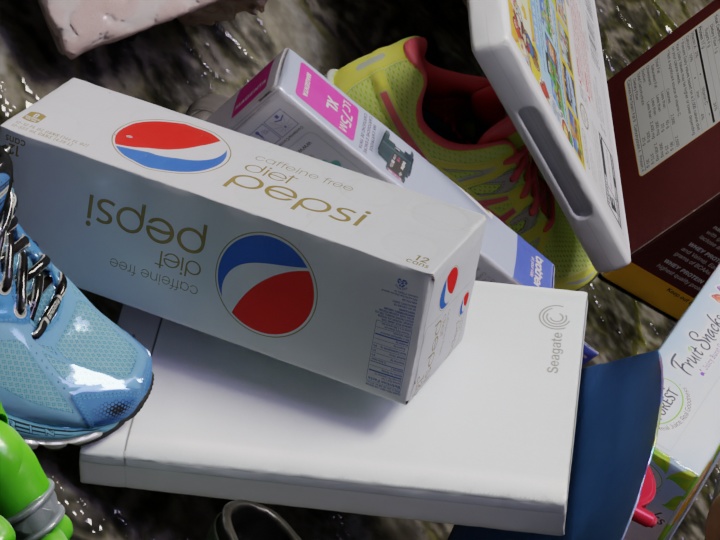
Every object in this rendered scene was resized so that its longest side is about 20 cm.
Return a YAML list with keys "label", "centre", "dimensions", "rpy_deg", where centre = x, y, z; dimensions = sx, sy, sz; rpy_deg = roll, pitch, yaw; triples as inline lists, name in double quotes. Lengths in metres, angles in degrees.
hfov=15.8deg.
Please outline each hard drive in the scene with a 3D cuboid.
- label: "hard drive"
  centre: [-0.007, 0.048, 1.096]
  dimensions: [0.199, 0.027, 0.132]
  rpy_deg: [6, 41, 5]

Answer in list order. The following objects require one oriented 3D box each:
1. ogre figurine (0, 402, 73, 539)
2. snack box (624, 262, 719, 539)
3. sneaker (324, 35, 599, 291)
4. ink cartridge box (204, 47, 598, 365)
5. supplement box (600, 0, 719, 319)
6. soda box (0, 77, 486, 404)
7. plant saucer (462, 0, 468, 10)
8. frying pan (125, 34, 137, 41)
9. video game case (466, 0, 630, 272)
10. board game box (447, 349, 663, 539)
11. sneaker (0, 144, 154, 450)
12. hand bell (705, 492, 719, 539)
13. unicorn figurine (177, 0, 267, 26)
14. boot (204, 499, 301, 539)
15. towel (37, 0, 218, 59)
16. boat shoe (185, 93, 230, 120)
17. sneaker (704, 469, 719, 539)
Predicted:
- label: "ogre figurine"
  centre: [-0.169, 0.075, 0.925]
  dimensions: [0.199, 0.098, 0.120]
  rpy_deg: [-9, 79, -42]
- label: "snack box"
  centre: [0.140, 0.092, 1.241]
  dimensions: [0.053, 0.143, 0.200]
  rpy_deg: [30, 32, 10]
- label: "sneaker"
  centre: [0.064, -0.051, 1.330]
  dimensions: [0.200, 0.090, 0.078]
  rpy_deg: [31, 38, -33]
- label: "ink cartridge box"
  centre: [0.000, 0.000, 1.177]
  dimensions: [0.200, 0.119, 0.042]
  rpy_deg: [39, 34, -20]
- label: "supplement box"
  centre: [0.267, -0.059, 1.487]
  dimensions: [0.197, 0.200, 0.133]
  rpy_deg: [28, 41, -33]
- label: "soda box"
  centre: [-0.053, -0.015, 1.084]
  dimensions: [0.199, 0.064, 0.068]
  rpy_deg: [20, 29, 16]
- label: "plant saucer"
  centre: [0.046, -0.217, 1.430]
  dimensions: [0.201, 0.035, 0.200]
  rpy_deg: [63, 8, -16]
- label: "frying pan"
  centre: [-0.179, -0.185, 1.205]
  dimensions: [0.190, 0.031, 0.115]
  rpy_deg: [30, 44, -49]
- label: "video game case"
  centre: [0.091, -0.128, 1.336]
  dimensions: [0.182, 0.023, 0.201]
  rpy_deg: [56, 23, -45]
- label: "board game box"
  centre: [0.088, 0.118, 1.099]
  dimensions: [0.039, 0.200, 0.159]
  rpy_deg: [28, 74, -14]
- label: "sneaker"
  centre: [-0.157, -0.004, 1.014]
  dimensions: [0.200, 0.090, 0.079]
  rpy_deg: [37, 36, -23]
- label: "hand bell"
  centre: [0.148, 0.122, 1.065]
  dimensions: [0.200, 0.104, 0.104]
  rpy_deg: [-20, 76, -50]
- label: "unicorn figurine"
  centre: [-0.032, -0.182, 1.319]
  dimensions: [0.200, 0.137, 0.074]
  rpy_deg: [-33, 97, -42]
- label: "boot"
  centre: [-0.048, 0.194, 0.932]
  dimensions: [0.068, 0.131, 0.201]
  rpy_deg: [5, 56, -48]
- label: "towel"
  centre: [-0.088, -0.220, 1.178]
  dimensions: [0.032, 0.190, 0.201]
  rpy_deg: [-150, -143, -80]
- label: "boat shoe"
  centre: [-0.007, -0.016, 1.234]
  dimensions: [0.200, 0.067, 0.057]
  rpy_deg: [34, 42, -21]
- label: "sneaker"
  centre: [0.221, 0.120, 1.298]
  dimensions: [0.075, 0.201, 0.106]
  rpy_deg: [30, 21, 18]
